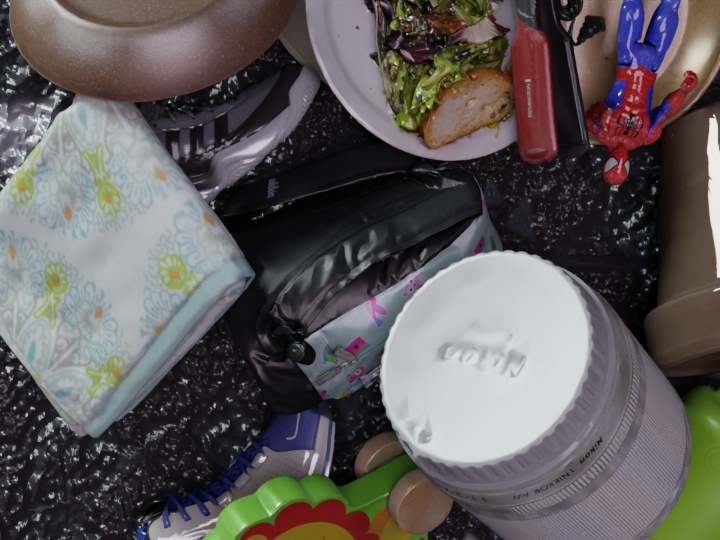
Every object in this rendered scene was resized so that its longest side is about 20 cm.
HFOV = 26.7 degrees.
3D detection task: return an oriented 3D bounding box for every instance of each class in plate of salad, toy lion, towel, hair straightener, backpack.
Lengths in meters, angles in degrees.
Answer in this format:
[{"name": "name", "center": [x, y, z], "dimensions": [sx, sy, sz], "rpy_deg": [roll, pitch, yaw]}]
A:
[{"name": "plate of salad", "center": [0.058, -0.176, 1.037], "dimensions": [0.198, 0.048, 0.202], "rpy_deg": [3, 82, -21]}, {"name": "toy lion", "center": [-0.021, 0.216, 1.059], "dimensions": [0.191, 0.069, 0.201], "rpy_deg": [-28, 128, -15]}, {"name": "towel", "center": [-0.178, -0.003, 1.020], "dimensions": [0.172, 0.048, 0.200], "rpy_deg": [51, 121, 9]}, {"name": "hair straightener", "center": [0.131, -0.176, 1.047], "dimensions": [0.077, 0.041, 0.202], "rpy_deg": [-9, 89, -42]}, {"name": "backpack", "center": [0.000, 0.000, 1.057], "dimensions": [0.199, 0.167, 0.127], "rpy_deg": [-28, 140, -5]}]

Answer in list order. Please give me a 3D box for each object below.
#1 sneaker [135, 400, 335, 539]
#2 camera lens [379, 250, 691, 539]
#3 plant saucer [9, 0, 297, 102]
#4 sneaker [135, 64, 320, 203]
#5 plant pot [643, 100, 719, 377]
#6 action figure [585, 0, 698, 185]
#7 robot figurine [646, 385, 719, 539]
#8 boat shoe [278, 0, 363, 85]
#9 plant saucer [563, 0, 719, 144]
[{"name": "sneaker", "center": [-0.097, 0.175, 1.095], "dimensions": [0.114, 0.081, 0.201], "rpy_deg": [20, 95, -11]}, {"name": "camera lens", "center": [0.119, 0.095, 0.998], "dimensions": [0.160, 0.160, 0.200], "rpy_deg": [-47, 141, -1]}, {"name": "plant saucer", "center": [-0.140, -0.198, 1.010], "dimensions": [0.199, 0.037, 0.202], "rpy_deg": [-3, 53, 3]}, {"name": "sneaker", "center": [-0.130, -0.104, 1.064], "dimensions": [0.200, 0.075, 0.114], "rpy_deg": [-39, 101, 1]}, {"name": "plant pot", "center": [0.289, -0.028, 1.084], "dimensions": [0.198, 0.200, 0.176], "rpy_deg": [-8, 78, -6]}, {"name": "action figure", "center": [0.202, -0.157, 1.057], "dimensions": [0.065, 0.099, 0.202], "rpy_deg": [10, 97, -6]}, {"name": "robot figurine", "center": [0.252, 0.167, 1.110], "dimensions": [0.175, 0.116, 0.201], "rpy_deg": [27, 107, -32]}, {"name": "boat shoe", "center": [0.005, -0.163, 1.083], "dimensions": [0.200, 0.072, 0.060], "rpy_deg": [45, 45, -6]}, {"name": "plant saucer", "center": [0.174, -0.194, 1.114], "dimensions": [0.198, 0.035, 0.202], "rpy_deg": [-1, 96, -6]}]
